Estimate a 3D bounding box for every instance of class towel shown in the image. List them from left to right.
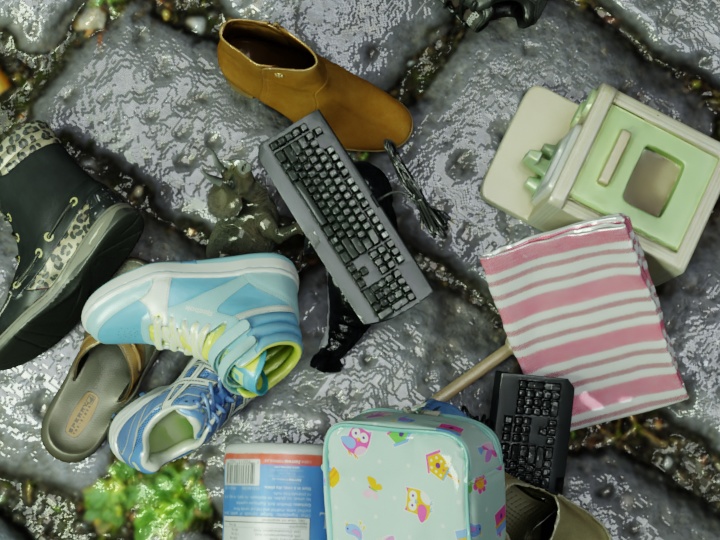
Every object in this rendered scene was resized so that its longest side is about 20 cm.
[{"bbox_3d":[0.208,0.055,1.530,0.146,0.030,0.201,-17,108,15],"label":"towel"}]

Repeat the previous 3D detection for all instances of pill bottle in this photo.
[{"bbox_3d":[-0.071,0.258,1.491,0.111,0.112,0.201,2,83,-5],"label":"pill bottle"}]

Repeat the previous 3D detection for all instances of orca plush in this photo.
[{"bbox_3d":[0.000,0.000,1.533,0.105,0.071,0.201,29,78,-36],"label":"orca plush"}]

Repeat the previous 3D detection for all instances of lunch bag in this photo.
[{"bbox_3d":[0.043,0.215,1.430,0.160,0.077,0.201,3,100,33],"label":"lunch bag"}]

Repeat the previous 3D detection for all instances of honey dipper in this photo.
[{"bbox_3d":[0.077,0.119,1.565,0.200,0.038,0.038,-36,86,-13],"label":"honey dipper"}]

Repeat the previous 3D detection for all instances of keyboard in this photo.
[{"bbox_3d":[0.006,-0.059,1.510,0.127,0.021,0.201,-32,86,-15],"label":"keyboard"},{"bbox_3d":[0.139,0.196,1.532,0.103,0.040,0.201,6,95,-1],"label":"keyboard"}]

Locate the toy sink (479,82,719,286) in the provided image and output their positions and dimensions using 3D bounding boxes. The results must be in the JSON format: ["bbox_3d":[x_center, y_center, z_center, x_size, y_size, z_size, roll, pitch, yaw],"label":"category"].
[{"bbox_3d":[0.232,-0.092,1.566,0.199,0.112,0.131,27,80,-1],"label":"toy sink"}]

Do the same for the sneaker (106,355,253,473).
[{"bbox_3d":[-0.137,0.119,1.511,0.200,0.077,0.076,-40,115,-7],"label":"sneaker"}]

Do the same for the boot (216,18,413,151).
[{"bbox_3d":[-0.040,-0.171,1.538,0.200,0.144,0.071,19,81,-2],"label":"boot"}]

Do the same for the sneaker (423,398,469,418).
[{"bbox_3d":[0.046,0.213,1.526,0.078,0.066,0.201,36,108,36],"label":"sneaker"}]

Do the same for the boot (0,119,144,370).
[{"bbox_3d":[-0.310,-0.024,1.534,0.204,0.073,0.154,-48,68,11],"label":"boot"}]

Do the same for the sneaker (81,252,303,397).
[{"bbox_3d":[-0.143,0.059,1.459,0.199,0.080,0.131,-12,53,-5],"label":"sneaker"}]

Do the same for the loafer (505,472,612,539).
[{"bbox_3d":[0.161,0.235,1.494,0.199,0.067,0.076,28,87,-31],"label":"loafer"}]

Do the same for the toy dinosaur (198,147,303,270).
[{"bbox_3d":[-0.105,-0.020,1.554,0.102,0.077,0.201,8,112,0],"label":"toy dinosaur"}]

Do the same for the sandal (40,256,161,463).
[{"bbox_3d":[-0.237,0.083,1.529,0.081,0.055,0.201,29,81,-1],"label":"sandal"}]

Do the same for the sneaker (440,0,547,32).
[{"bbox_3d":[0.095,-0.286,1.602,0.199,0.071,0.099,13,79,-5],"label":"sneaker"}]
